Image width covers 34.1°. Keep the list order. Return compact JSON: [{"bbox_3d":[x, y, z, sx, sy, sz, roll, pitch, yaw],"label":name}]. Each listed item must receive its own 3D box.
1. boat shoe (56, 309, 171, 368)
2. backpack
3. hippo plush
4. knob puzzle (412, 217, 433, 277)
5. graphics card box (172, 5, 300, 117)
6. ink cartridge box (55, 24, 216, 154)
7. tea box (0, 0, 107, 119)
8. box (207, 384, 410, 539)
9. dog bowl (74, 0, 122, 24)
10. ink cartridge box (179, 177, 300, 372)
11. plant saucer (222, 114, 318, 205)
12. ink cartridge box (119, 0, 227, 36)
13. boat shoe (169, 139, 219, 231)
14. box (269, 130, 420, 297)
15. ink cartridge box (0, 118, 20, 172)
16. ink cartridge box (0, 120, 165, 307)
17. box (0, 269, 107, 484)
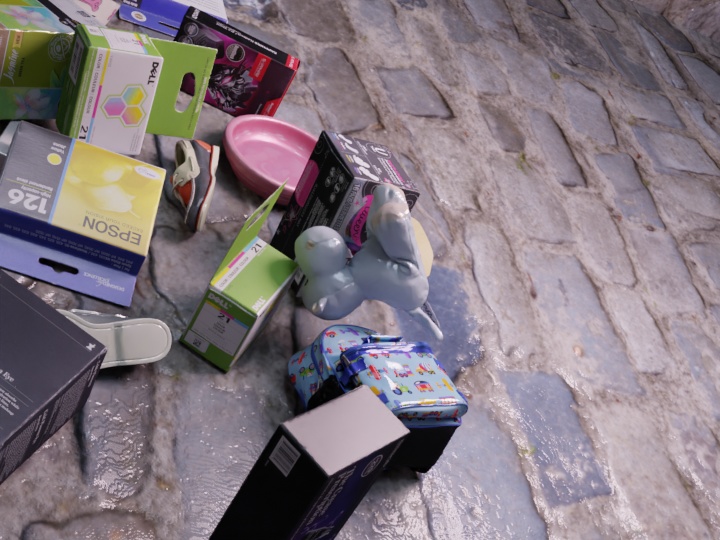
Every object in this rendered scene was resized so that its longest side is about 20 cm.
[{"bbox_3d":[-0.319,0.080,1.339,0.199,0.073,0.062,2,-1,-29],"label":"boat shoe"},{"bbox_3d":[0.013,0.142,1.456,0.182,0.135,0.200,6,38,-37],"label":"backpack"},{"bbox_3d":[0.000,0.000,1.509,0.159,0.160,0.201,-91,166,-81],"label":"hippo plush"},{"bbox_3d":[0.030,-0.047,1.820,0.219,0.031,0.220,22,33,-15],"label":"knob puzzle"},{"bbox_3d":[-0.213,-0.327,1.900,0.199,0.126,0.051,26,33,-11],"label":"graphics card box"},{"bbox_3d":[-0.293,-0.236,1.582,0.199,0.148,0.076,3,31,-30],"label":"ink cartridge box"},{"bbox_3d":[-0.478,-0.308,1.606,0.196,0.134,0.200,-10,39,-47],"label":"tea box"},{"bbox_3d":[-0.056,0.227,1.215,0.079,0.200,0.141,43,34,18],"label":"box"},{"bbox_3d":[-0.471,-0.425,1.799,0.199,0.074,0.200,25,6,-3],"label":"dog bowl"},{"bbox_3d":[-0.128,0.005,1.452,0.076,0.200,0.148,34,32,2],"label":"ink cartridge box"},{"bbox_3d":[-0.124,-0.165,1.822,0.200,0.051,0.201,21,33,-14],"label":"plant saucer"},{"bbox_3d":[-0.336,-0.483,2.085,0.199,0.041,0.201,14,37,-27],"label":"ink cartridge box"},{"bbox_3d":[-0.238,-0.124,1.657,0.062,0.071,0.200,16,33,-14],"label":"boat shoe"},{"bbox_3d":[-0.023,-0.069,1.633,0.114,0.201,0.132,9,32,-31],"label":"box"},{"bbox_3d":[-0.388,-0.101,1.520,0.199,0.045,0.177,24,32,-13],"label":"ink cartridge box"},{"bbox_3d":[-0.356,-0.074,1.462,0.197,0.047,0.201,19,49,-19],"label":"ink cartridge box"},{"bbox_3d":[-0.393,0.100,1.171,0.200,0.104,0.182,36,40,5],"label":"box"}]
